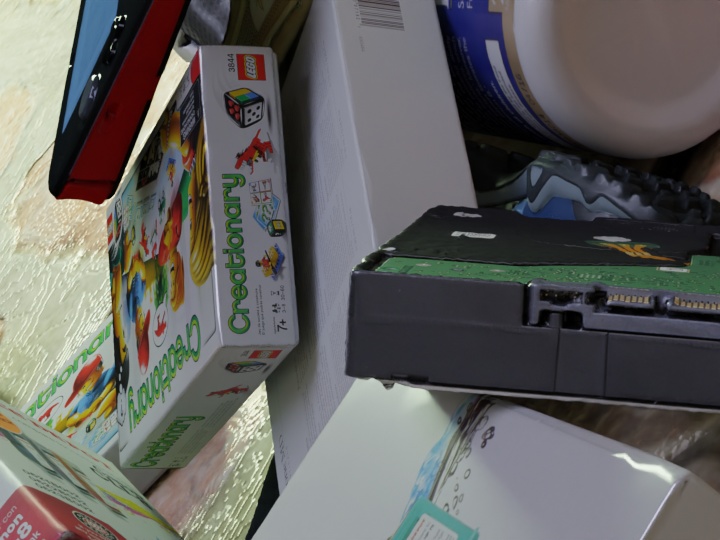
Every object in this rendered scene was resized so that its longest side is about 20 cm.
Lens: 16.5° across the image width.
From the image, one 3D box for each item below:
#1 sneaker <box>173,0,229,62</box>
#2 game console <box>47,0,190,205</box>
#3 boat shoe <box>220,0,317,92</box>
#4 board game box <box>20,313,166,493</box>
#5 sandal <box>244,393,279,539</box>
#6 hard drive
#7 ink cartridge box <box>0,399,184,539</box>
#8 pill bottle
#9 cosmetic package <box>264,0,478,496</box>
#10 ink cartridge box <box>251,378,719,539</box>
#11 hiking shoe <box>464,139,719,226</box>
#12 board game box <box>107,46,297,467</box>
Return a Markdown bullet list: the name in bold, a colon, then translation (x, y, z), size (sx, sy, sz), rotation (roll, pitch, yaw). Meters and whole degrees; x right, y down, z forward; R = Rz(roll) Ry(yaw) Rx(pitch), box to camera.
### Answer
- **sneaker**: translation (-0.055, -0.131, 1.291), size (0.090, 0.066, 0.200), rotation (-42, 67, 27)
- **game console**: translation (-0.095, -0.144, 1.091), size (0.177, 0.031, 0.200), rotation (116, 163, -45)
- **boat shoe**: translation (-0.024, -0.081, 1.097), size (0.063, 0.073, 0.201), rotation (58, 149, 38)
- **board game box**: translation (-0.151, 0.097, 1.305), size (0.200, 0.035, 0.126), rotation (-45, 25, 20)
- **sandal**: translation (-0.016, 0.048, 1.101), size (0.075, 0.048, 0.201), rotation (-29, 34, 44)
- **hard drive**: translation (0.078, 0.010, 0.793), size (0.200, 0.139, 0.038), rotation (-37, -49, -80)
- **ink cartridge box**: translation (-0.154, 0.151, 1.052), size (0.145, 0.145, 0.200), rotation (-55, 38, 0)
- **pill bottle**: translation (0.078, -0.112, 1.059), size (0.116, 0.116, 0.200), rotation (-57, 24, -7)
- **cosmetic package**: translation (0.000, 0.000, 1.006), size (0.151, 0.051, 0.200), rotation (116, 153, -46)
- **ink cartridge box**: translation (0.058, 0.134, 0.728), size (0.146, 0.147, 0.200), rotation (-58, 23, -6)
- **hiking shoe**: translation (0.078, -0.002, 0.991), size (0.200, 0.074, 0.087), rotation (13, 91, 66)
- **board game box**: translation (-0.072, 0.000, 1.069), size (0.200, 0.034, 0.127), rotation (131, 136, -65)
